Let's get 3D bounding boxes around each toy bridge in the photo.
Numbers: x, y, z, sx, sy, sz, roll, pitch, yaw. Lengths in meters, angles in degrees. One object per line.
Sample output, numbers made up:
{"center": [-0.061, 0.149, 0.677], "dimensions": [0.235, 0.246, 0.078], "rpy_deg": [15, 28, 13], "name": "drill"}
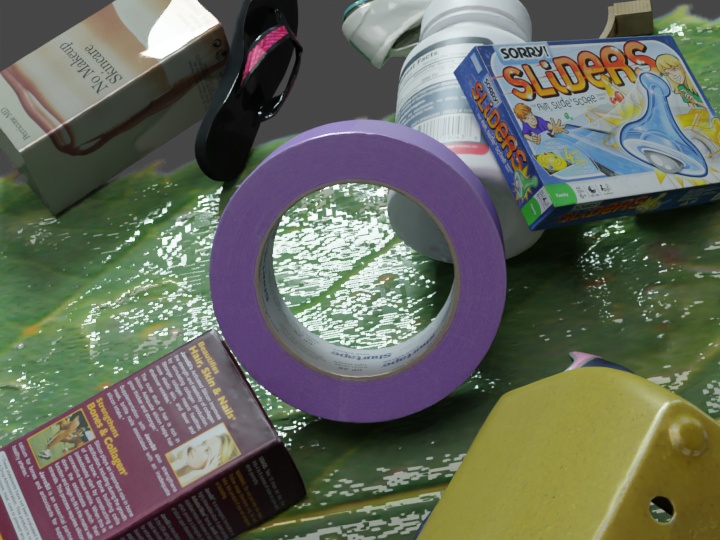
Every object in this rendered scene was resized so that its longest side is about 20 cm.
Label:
{"center": [0.208, -0.136, 1.082], "dimensions": [0.067, 0.027, 0.200], "rpy_deg": [-4, 54, 12], "name": "toy bridge"}

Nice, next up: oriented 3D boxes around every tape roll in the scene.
{"center": [0.000, 0.000, 0.924], "dimensions": [0.200, 0.201, 0.066], "rpy_deg": [-6, 13, 7], "name": "tape roll"}

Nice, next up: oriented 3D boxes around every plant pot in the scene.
{"center": [0.147, 0.168, 0.727], "dimensions": [0.194, 0.200, 0.196], "rpy_deg": [35, 65, -1], "name": "plant pot"}

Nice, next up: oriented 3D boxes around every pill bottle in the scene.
{"center": [0.086, -0.116, 1.036], "dimensions": [0.119, 0.120, 0.200], "rpy_deg": [-1, 54, 11], "name": "pill bottle"}

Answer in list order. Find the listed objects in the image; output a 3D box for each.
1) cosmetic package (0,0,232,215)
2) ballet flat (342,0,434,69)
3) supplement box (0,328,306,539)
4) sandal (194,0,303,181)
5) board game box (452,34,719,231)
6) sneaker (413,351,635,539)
{"center": [-0.213, -0.153, 1.144], "dimensions": [0.200, 0.087, 0.103], "rpy_deg": [-37, 57, -15], "name": "cosmetic package"}
{"center": [0.081, -0.226, 1.156], "dimensions": [0.200, 0.069, 0.069], "rpy_deg": [-26, 54, -13], "name": "ballet flat"}
{"center": [-0.153, 0.145, 0.918], "dimensions": [0.200, 0.086, 0.110], "rpy_deg": [-29, 53, -9], "name": "supplement box"}
{"center": [-0.081, -0.162, 1.132], "dimensions": [0.045, 0.075, 0.200], "rpy_deg": [1, 61, 32], "name": "sandal"}
{"center": [0.178, -0.105, 0.980], "dimensions": [0.200, 0.034, 0.136], "rpy_deg": [-10, 66, -34], "name": "board game box"}
{"center": [0.105, 0.129, 0.898], "dimensions": [0.200, 0.070, 0.082], "rpy_deg": [-33, 38, -16], "name": "sneaker"}
